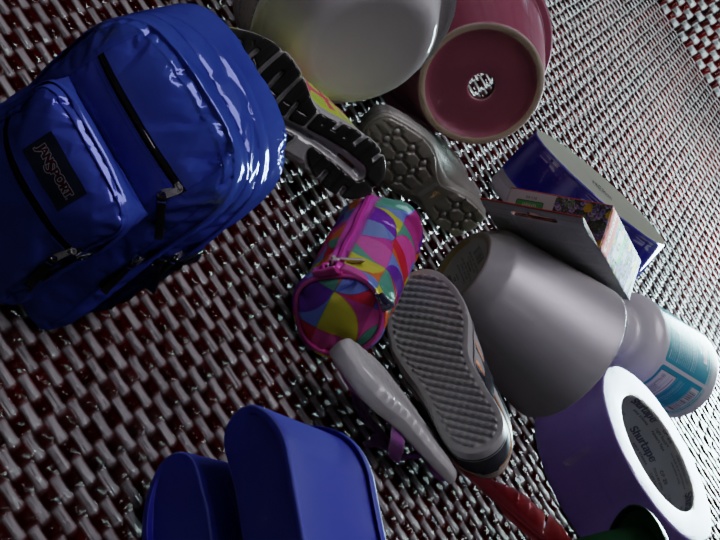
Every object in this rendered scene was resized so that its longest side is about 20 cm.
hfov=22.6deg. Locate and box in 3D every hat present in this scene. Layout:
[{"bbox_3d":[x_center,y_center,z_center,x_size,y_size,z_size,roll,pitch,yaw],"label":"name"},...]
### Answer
[{"bbox_3d":[0.161,0.277,1.566,0.176,0.166,0.200,5,31,-16],"label":"hat"}]

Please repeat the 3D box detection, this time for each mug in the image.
[{"bbox_3d":[0.138,0.042,1.740,0.153,0.187,0.149,37,63,-25],"label":"mug"}]

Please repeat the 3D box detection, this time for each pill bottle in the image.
[{"bbox_3d":[0.315,0.090,2.026,0.200,0.111,0.111,30,36,-50],"label":"pill bottle"}]

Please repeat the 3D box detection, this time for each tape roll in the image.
[{"bbox_3d":[0.266,0.203,1.822,0.200,0.085,0.200,44,27,-29],"label":"tape roll"}]

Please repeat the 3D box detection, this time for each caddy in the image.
[{"bbox_3d":[-0.052,0.182,1.125,0.105,0.141,0.200,31,36,-42],"label":"caddy"}]

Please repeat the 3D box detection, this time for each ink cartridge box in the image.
[{"bbox_3d":[0.196,-0.038,1.743,0.200,0.109,0.050,50,56,-59],"label":"ink cartridge box"}]

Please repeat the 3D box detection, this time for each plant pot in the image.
[{"bbox_3d":[0.108,-0.219,1.834,0.200,0.200,0.179,48,11,-23],"label":"plant pot"}]

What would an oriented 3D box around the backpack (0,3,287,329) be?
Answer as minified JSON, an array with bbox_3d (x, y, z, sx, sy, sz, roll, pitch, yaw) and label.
[{"bbox_3d":[-0.154,-0.066,1.149,0.163,0.200,0.168,58,23,-3],"label":"backpack"}]

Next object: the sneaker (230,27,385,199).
[{"bbox_3d":[-0.068,-0.141,1.602,0.200,0.078,0.090,44,3,-22],"label":"sneaker"}]

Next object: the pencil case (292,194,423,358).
[{"bbox_3d":[0.000,0.000,1.530,0.088,0.088,0.200,54,21,-11],"label":"pencil case"}]

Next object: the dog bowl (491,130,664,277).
[{"bbox_3d":[0.248,-0.066,2.051,0.200,0.079,0.200,39,13,-11],"label":"dog bowl"}]

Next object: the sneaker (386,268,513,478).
[{"bbox_3d":[0.077,0.095,1.575,0.079,0.078,0.200,66,5,-55],"label":"sneaker"}]

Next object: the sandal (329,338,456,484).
[{"bbox_3d":[0.017,0.119,1.465,0.203,0.050,0.082,52,5,-46],"label":"sandal"}]

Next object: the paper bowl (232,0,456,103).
[{"bbox_3d":[-0.009,-0.235,1.641,0.201,0.201,0.104,34,23,-45],"label":"paper bowl"}]

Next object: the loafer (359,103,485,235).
[{"bbox_3d":[0.058,-0.108,1.815,0.200,0.070,0.070,46,20,-45],"label":"loafer"}]
